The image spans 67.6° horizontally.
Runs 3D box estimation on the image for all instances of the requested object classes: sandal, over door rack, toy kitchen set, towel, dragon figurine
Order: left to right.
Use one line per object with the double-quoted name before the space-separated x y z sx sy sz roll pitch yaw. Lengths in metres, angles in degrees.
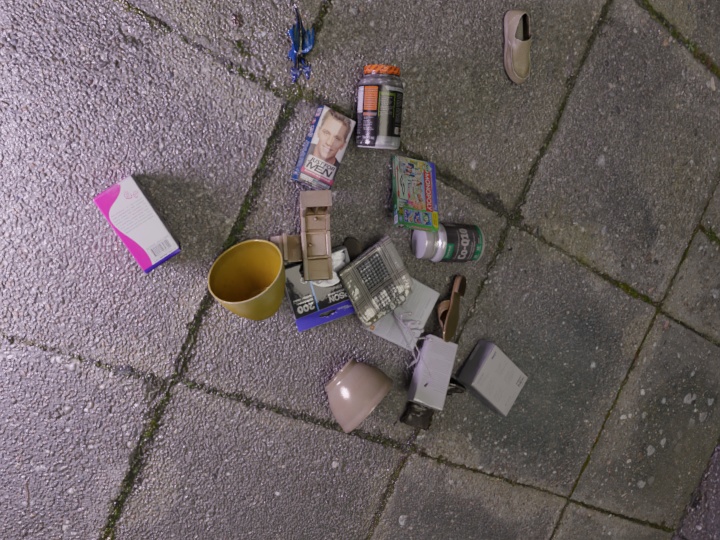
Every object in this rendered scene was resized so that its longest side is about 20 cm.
"dragon figurine" -0.147 -0.563 1.315 0.057 0.099 0.206 0 102 -21
"toy kitchen set" -0.151 -0.080 1.363 0.158 0.180 0.206 -4 85 -8
"towel" 0.050 0.036 1.514 0.191 0.034 0.203 -35 116 -17
"over door rack" 0.160 0.208 1.550 0.065 0.148 0.205 -19 109 -9
"sandal" 0.268 0.116 1.667 0.077 0.068 0.217 38 65 -50

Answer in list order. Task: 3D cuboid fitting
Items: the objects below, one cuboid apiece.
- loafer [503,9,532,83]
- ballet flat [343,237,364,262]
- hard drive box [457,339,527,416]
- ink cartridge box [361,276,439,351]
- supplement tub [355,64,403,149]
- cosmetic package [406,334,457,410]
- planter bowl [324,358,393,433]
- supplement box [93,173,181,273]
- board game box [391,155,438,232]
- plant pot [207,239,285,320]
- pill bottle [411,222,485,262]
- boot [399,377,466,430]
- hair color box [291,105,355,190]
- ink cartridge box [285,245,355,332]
"loafer" 0.458 -0.649 1.556 0.074 0.068 0.205 -19 109 -16
"ballet flat" 0.000 0.000 1.538 0.046 0.066 0.205 -42 119 -56
"hard drive box" 0.435 0.353 1.764 0.200 0.076 0.157 43 75 -25
"ink cartridge box" 0.116 0.114 1.612 0.197 0.041 0.203 27 92 -25
"supplement tub" 0.051 -0.426 1.415 0.119 0.122 0.206 -1 103 -21
"cosmetic package" 0.219 0.310 1.639 0.099 0.071 0.205 20 74 -10
"planter bowl" -0.019 0.341 1.545 0.200 0.200 0.135 -44 87 -7
"supplement box" -0.522 -0.113 1.268 0.100 0.103 0.203 -32 113 -10
"board game box" 0.152 -0.214 1.506 0.131 0.029 0.206 6 71 -23
"plant pot" -0.270 0.044 1.376 0.197 0.201 0.144 -32 140 -12
"pill bottle" 0.257 -0.081 1.583 0.195 0.113 0.117 0 103 -22
"boot" 0.232 0.427 1.723 0.195 0.069 0.179 11 99 -13
"hair color box" -0.097 -0.316 1.415 0.098 0.060 0.205 19 94 -25
"ink cartridge box" -0.108 0.058 1.500 0.193 0.043 0.205 -19 110 -11
